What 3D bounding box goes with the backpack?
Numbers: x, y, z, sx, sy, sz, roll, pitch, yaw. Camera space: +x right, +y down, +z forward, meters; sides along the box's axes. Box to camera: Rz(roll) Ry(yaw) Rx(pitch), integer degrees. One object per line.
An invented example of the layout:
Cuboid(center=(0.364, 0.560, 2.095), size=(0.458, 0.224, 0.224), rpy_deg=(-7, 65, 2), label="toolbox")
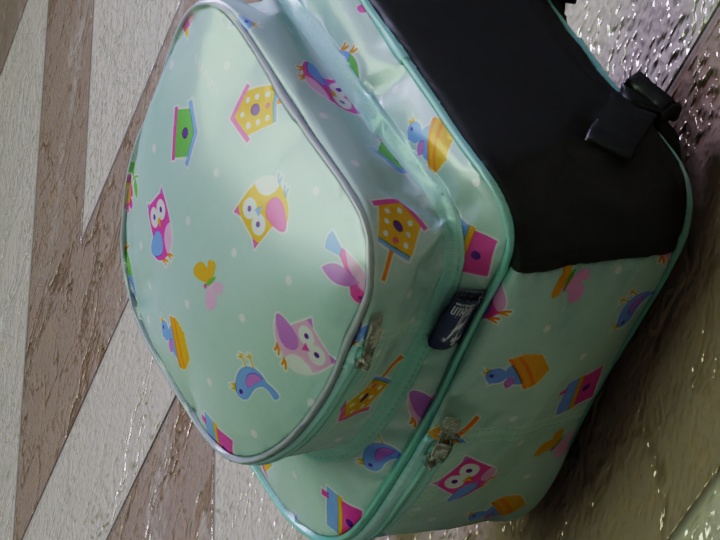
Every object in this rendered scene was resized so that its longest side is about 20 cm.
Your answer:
Cuboid(center=(0.006, -0.003, 1.017), size=(0.176, 0.153, 0.200), rpy_deg=(54, 146, 34), label="backpack")
